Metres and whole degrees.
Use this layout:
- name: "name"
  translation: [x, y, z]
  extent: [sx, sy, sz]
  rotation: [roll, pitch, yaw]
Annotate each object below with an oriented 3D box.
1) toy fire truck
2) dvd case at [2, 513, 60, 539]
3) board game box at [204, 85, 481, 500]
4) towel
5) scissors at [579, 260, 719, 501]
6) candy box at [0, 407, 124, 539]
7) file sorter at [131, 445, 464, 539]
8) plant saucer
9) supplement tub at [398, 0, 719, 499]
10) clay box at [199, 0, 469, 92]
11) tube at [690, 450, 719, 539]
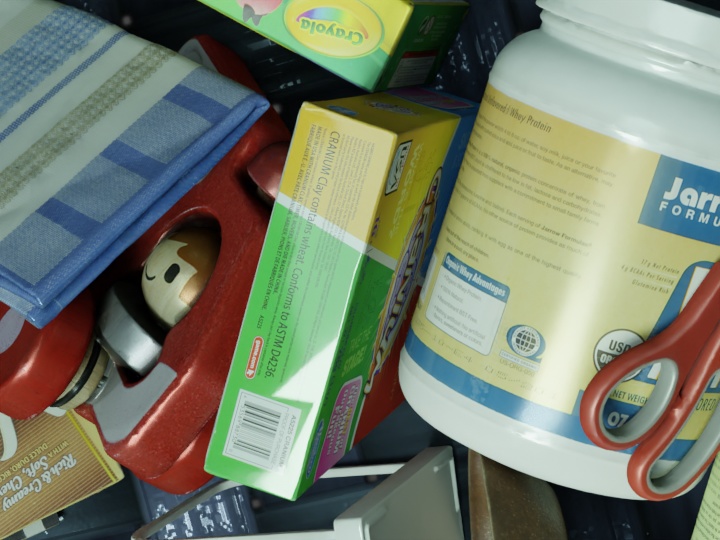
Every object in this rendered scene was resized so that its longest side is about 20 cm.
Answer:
- name: "toy fire truck"
  translation: [-0.090, -0.008, 0.850]
  extent: [0.112, 0.200, 0.168]
  rotation: [31, 104, -31]
- name: "dvd case"
  translation: [-0.263, 0.094, 0.926]
  extent: [0.016, 0.200, 0.149]
  rotation: [-17, 94, 62]
- name: "board game box"
  translation: [0.000, 0.000, 0.816]
  extent: [0.040, 0.200, 0.153]
  rotation: [18, 102, 11]
- name: "towel"
  translation: [-0.153, -0.058, 0.843]
  extent: [0.200, 0.024, 0.147]
  rotation: [26, 62, 38]
- name: "scissors"
  translation: [0.156, 0.000, 0.751]
  extent: [0.073, 0.014, 0.200]
  rotation: [33, 91, -31]
- name: "candy box"
  translation: [-0.228, 0.092, 0.903]
  extent: [0.055, 0.200, 0.116]
  rotation: [-23, 92, 61]
- name: "file sorter"
  translation: [-0.021, 0.198, 0.883]
  extent: [0.124, 0.139, 0.200]
  rotation: [-5, 96, 19]
- name: "plant saucer"
  translation: [0.074, 0.169, 0.826]
  extent: [0.037, 0.200, 0.201]
  rotation: [-5, 96, 1]
- name: "supplement tub"
  translation: [0.110, -0.018, 0.812]
  extent: [0.144, 0.145, 0.200]
  rotation: [20, 102, 12]
- name: "clay box"
  translation: [-0.057, -0.146, 0.856]
  extent: [0.200, 0.115, 0.048]
  rotation: [28, 104, 11]
- name: "tube"
  translation: [0.172, 0.072, 0.780]
  extent: [0.052, 0.058, 0.200]
  rotation: [24, 95, 37]
